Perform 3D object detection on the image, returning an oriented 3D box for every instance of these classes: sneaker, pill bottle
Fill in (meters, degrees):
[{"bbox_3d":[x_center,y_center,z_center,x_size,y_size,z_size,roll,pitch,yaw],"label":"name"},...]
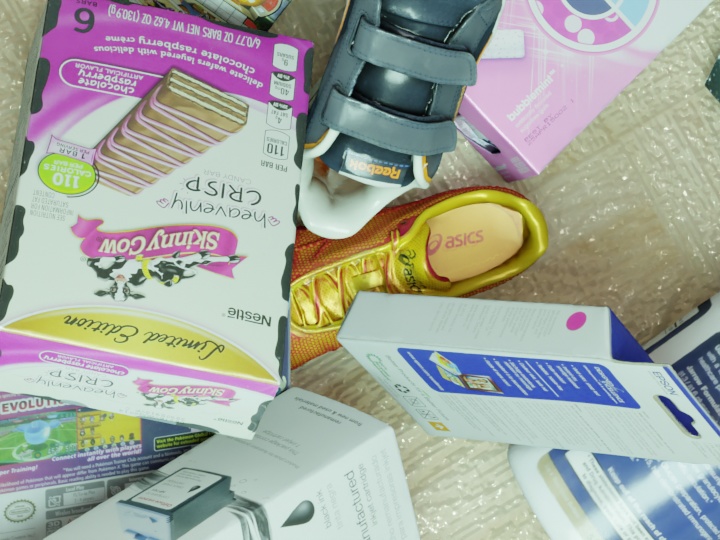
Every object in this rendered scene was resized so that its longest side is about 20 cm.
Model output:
[{"bbox_3d":[0.019,-0.092,1.384,0.078,0.200,0.079,15,50,-9],"label":"sneaker"},{"bbox_3d":[0.000,0.000,1.446,0.200,0.077,0.073,-24,93,-9],"label":"sneaker"},{"bbox_3d":[0.184,0.077,1.430,0.200,0.111,0.111,-36,94,9],"label":"pill bottle"}]

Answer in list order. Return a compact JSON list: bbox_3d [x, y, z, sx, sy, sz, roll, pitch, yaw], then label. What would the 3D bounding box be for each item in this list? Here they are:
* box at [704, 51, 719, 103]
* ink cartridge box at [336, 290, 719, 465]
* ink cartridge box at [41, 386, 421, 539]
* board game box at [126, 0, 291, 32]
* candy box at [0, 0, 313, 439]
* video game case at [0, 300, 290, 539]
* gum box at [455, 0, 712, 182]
[{"bbox_3d":[0.261,-0.091,1.418,0.038,0.200,0.137,-2,130,-31],"label":"box"},{"bbox_3d":[0.091,0.052,1.367,0.095,0.200,0.037,47,60,-41],"label":"ink cartridge box"},{"bbox_3d":[-0.067,0.171,1.365,0.200,0.086,0.147,-32,121,-32],"label":"ink cartridge box"},{"bbox_3d":[-0.075,-0.163,1.382,0.105,0.200,0.023,37,59,-5],"label":"board game box"},{"bbox_3d":[-0.100,-0.030,1.346,0.136,0.061,0.200,11,58,-11],"label":"candy box"},{"bbox_3d":[-0.129,0.087,1.393,0.200,0.023,0.182,-7,111,-22],"label":"video game case"},{"bbox_3d":[0.107,-0.148,1.478,0.200,0.066,0.114,-45,96,-9],"label":"gum box"}]
